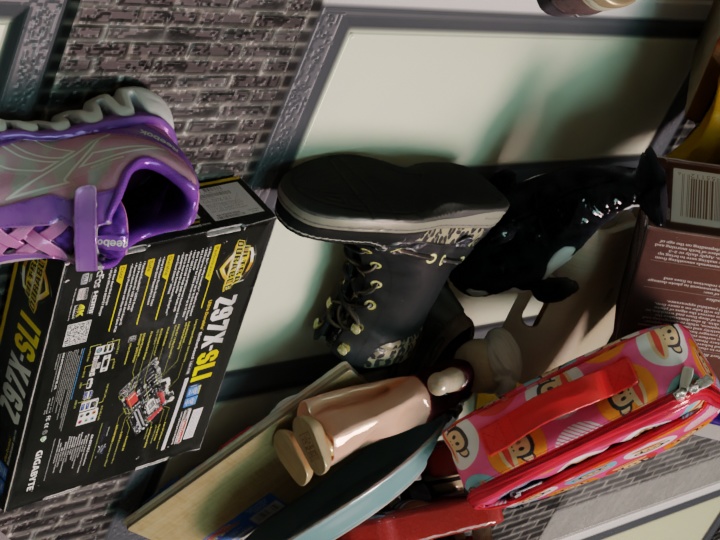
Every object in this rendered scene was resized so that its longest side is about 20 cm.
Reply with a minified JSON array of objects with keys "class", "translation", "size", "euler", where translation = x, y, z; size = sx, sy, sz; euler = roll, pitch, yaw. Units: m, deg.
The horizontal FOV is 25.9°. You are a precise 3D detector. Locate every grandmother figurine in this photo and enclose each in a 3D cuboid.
[{"class":"grandmother figurine","translation":[0.039,0.092,1.141],"size":[0.199,0.061,0.121],"euler":[-22,179,-30]}]

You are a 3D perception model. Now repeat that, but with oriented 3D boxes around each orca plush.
[{"class":"orca plush","translation":[0.129,-0.022,1.137],"size":[0.071,0.199,0.106],"euler":[-22,101,-49]}]

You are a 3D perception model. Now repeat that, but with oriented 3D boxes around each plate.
[{"class":"plate","translation":[-0.011,0.175,1.205],"size":[0.199,0.026,0.200],"euler":[-34,-178,2]}]

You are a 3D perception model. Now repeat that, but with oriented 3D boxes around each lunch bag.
[{"class":"lunch bag","translation":[0.162,0.106,1.147],"size":[0.199,0.083,0.176],"euler":[-27,163,13]}]

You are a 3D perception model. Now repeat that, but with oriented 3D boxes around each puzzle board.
[{"class":"puzzle board","translation":[-0.069,0.147,1.184],"size":[0.199,0.017,0.151],"euler":[-35,154,3]}]

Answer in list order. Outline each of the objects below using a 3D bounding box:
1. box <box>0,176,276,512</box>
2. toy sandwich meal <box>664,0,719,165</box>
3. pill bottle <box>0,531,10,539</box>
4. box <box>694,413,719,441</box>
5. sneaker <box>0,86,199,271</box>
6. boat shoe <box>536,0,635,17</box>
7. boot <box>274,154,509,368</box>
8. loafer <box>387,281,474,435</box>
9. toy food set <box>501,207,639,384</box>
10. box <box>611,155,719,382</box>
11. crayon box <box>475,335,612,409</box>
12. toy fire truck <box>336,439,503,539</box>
[{"class":"box","translation":[-0.149,0.046,0.977],"size":[0.159,0.049,0.201],"euler":[-17,138,-43]},{"class":"toy sandwich meal","translation":[0.278,-0.143,1.216],"size":[0.205,0.070,0.207],"euler":[-155,-90,-89]},{"class":"pill bottle","translation":[-0.286,0.262,0.996],"size":[0.200,0.113,0.114],"euler":[-42,148,-7]},{"class":"box","translation":[0.338,0.048,1.365],"size":[0.105,0.183,0.202],"euler":[32,72,-58]},{"class":"sneaker","translation":[-0.167,-0.033,0.829],"size":[0.199,0.089,0.081],"euler":[-22,142,-32]},{"class":"boat shoe","translation":[0.183,-0.223,1.053],"size":[0.200,0.064,0.072],"euler":[-42,112,-42]},{"class":"boot","translation":[0.001,0.001,1.084],"size":[0.203,0.074,0.154],"euler":[-4,132,-46]},{"class":"loafer","translation":[0.062,0.083,1.254],"size":[0.072,0.063,0.201],"euler":[-36,147,-19]},{"class":"toy food set","translation":[0.179,0.005,1.283],"size":[0.199,0.060,0.144],"euler":[-16,136,-57]},{"class":"box","translation":[0.255,0.006,1.202],"size":[0.201,0.099,0.075],"euler":[92,8,-53]},{"class":"crayon box","translation":[0.170,0.119,1.434],"size":[0.199,0.052,0.126],"euler":[-31,145,-25]},{"class":"toy fire truck","translation":[0.036,0.206,1.300],"size":[0.166,0.113,0.200],"euler":[-8,175,-14]}]
